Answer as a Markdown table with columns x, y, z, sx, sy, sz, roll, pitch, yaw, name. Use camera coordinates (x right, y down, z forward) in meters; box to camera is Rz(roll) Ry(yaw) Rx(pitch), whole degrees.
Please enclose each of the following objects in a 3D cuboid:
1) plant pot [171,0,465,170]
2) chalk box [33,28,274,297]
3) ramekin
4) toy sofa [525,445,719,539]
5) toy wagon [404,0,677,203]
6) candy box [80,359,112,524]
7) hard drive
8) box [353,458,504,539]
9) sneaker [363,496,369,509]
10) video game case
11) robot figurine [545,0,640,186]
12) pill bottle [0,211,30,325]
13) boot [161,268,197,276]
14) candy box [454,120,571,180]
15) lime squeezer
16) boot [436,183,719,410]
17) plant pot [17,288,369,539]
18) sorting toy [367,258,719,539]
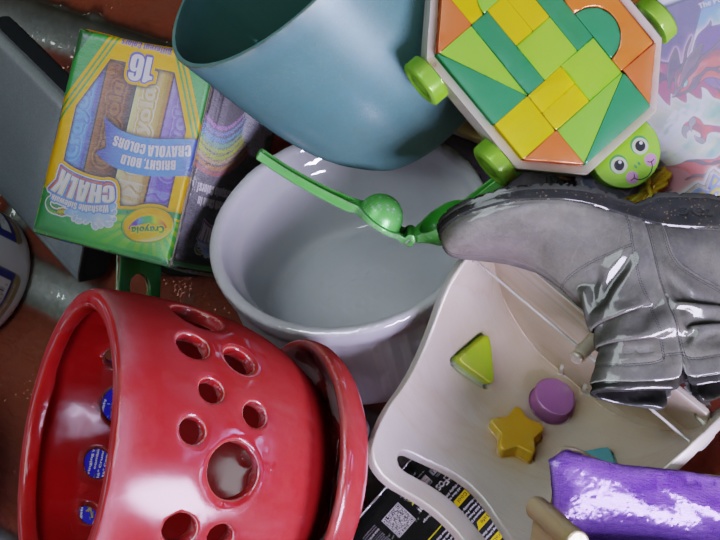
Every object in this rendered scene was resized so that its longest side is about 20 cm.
| x | y | z | sx | sy | sz | roll | pitch | yaw | name |
| --- | --- | --- | --- | --- | --- | --- | --- | --- | --- |
| -0.003 | -0.165 | 1.218 | 0.200 | 0.161 | 0.201 | -33 | 33 | 24 | plant pot |
| -0.155 | -0.063 | 1.334 | 0.123 | 0.124 | 0.202 | 15 | 90 | 22 | chalk box |
| 0.000 | 0.000 | 1.268 | 0.199 | 0.098 | 0.201 | -7 | 46 | 8 | ramekin |
| 0.203 | 0.171 | 1.067 | 0.198 | 0.083 | 0.098 | 9 | 97 | -12 | toy sofa |
| 0.132 | -0.124 | 1.134 | 0.155 | 0.040 | 0.200 | -41 | 95 | -6 | toy wagon |
| -0.160 | 0.152 | 1.321 | 0.199 | 0.077 | 0.170 | -5 | 70 | 49 | candy box |
| -0.265 | -0.104 | 1.489 | 0.200 | 0.033 | 0.140 | 43 | 131 | 36 | hard drive |
| 0.041 | 0.235 | 1.182 | 0.160 | 0.049 | 0.200 | 41 | 89 | 5 | box |
| -0.054 | 0.233 | 1.262 | 0.074 | 0.081 | 0.201 | 19 | 83 | 29 | sneaker |
| 0.234 | -0.097 | 1.173 | 0.199 | 0.023 | 0.184 | -19 | 90 | 1 | video game case |
| 0.198 | -0.095 | 1.254 | 0.144 | 0.058 | 0.201 | -21 | 63 | 22 | robot figurine |
| -0.378 | -0.024 | 1.466 | 0.119 | 0.200 | 0.121 | -10 | 67 | 26 | pill bottle |
| -0.099 | -0.087 | 1.417 | 0.137 | 0.077 | 0.202 | 10 | 91 | 27 | boot |
| 0.100 | -0.149 | 1.282 | 0.200 | 0.056 | 0.117 | 30 | 97 | 54 | candy box |
| 0.031 | -0.048 | 1.183 | 0.198 | 0.071 | 0.038 | -1 | 40 | 3 | lime squeezer |
| 0.148 | 0.018 | 1.109 | 0.198 | 0.068 | 0.132 | 1 | 70 | -2 | boot |
| -0.107 | 0.124 | 1.131 | 0.200 | 0.181 | 0.202 | -33 | 52 | 54 | plant pot |
| 0.102 | 0.102 | 1.148 | 0.200 | 0.107 | 0.180 | 40 | 61 | 15 | sorting toy |
